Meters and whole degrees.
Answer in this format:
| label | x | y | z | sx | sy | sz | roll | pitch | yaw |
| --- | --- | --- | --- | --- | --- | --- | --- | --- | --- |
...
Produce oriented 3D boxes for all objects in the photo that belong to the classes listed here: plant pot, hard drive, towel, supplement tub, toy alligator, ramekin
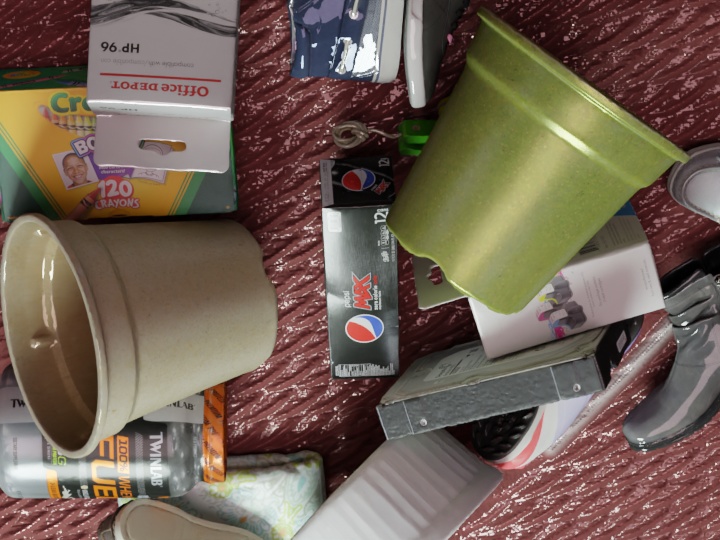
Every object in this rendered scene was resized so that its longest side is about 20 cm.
| label | x | y | z | sx | sy | sz | roll | pitch | yaw |
| --- | --- | --- | --- | --- | --- | --- | --- | --- | --- |
| plant pot | 0.122 | -0.073 | 1.255 | 0.200 | 0.200 | 0.185 | 32 | 100 | -16 |
| hard drive | 0.125 | 0.087 | 1.391 | 0.199 | 0.140 | 0.038 | -16 | 99 | 23 |
| towel | -0.129 | 0.259 | 1.537 | 0.199 | 0.048 | 0.172 | -4 | 116 | -1 |
| plant pot | -0.176 | 0.036 | 1.340 | 0.183 | 0.200 | 0.201 | -13 | 120 | -31 |
| supplement tub | -0.219 | 0.142 | 1.436 | 0.199 | 0.123 | 0.123 | 0 | 115 | -2 |
| toy alligator | 0.075 | -0.110 | 1.371 | 0.199 | 0.060 | 0.054 | -3 | 156 | -1 |
| ramekin | 0.026 | 0.221 | 1.444 | 0.098 | 0.200 | 0.201 | 45 | 108 | 7 |

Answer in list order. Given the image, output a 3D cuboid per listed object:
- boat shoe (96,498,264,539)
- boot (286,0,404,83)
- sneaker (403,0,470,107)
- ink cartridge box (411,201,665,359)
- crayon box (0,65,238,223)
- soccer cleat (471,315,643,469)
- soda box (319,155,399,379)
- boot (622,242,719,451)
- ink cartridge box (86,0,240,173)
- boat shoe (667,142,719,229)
| label | x | y | z | sx | sy | sz | roll | pitch | yaw |
| --- | --- | --- | --- | --- | --- | --- | --- | --- | --- |
| boat shoe | -0.148 | 0.269 | 1.484 | 0.200 | 0.072 | 0.059 | 28 | 147 | -27 |
| boot | -0.011 | -0.244 | 1.289 | 0.090 | 0.073 | 0.201 | -1 | 116 | -9 |
| sneaker | 0.086 | -0.227 | 1.285 | 0.099 | 0.071 | 0.201 | 5 | 96 | -4 |
| ink cartridge box | 0.151 | 0.008 | 1.394 | 0.199 | 0.115 | 0.068 | -16 | 114 | 6 |
| crayon box | -0.205 | -0.109 | 1.352 | 0.199 | 0.058 | 0.119 | -3 | 116 | -1 |
| soccer cleat | 0.187 | 0.103 | 1.477 | 0.200 | 0.068 | 0.073 | -48 | 144 | 6 |
| soda box | 0.000 | 0.000 | 1.382 | 0.063 | 0.071 | 0.201 | -3 | 131 | -2 |
| boot | 0.294 | 0.062 | 1.451 | 0.200 | 0.070 | 0.132 | -39 | 117 | 2 |
| ink cartridge box | -0.154 | -0.182 | 1.269 | 0.115 | 0.068 | 0.201 | 2 | 87 | -4 |
| boat shoe | 0.367 | -0.058 | 1.400 | 0.201 | 0.065 | 0.075 | 16 | 113 | -10 |
